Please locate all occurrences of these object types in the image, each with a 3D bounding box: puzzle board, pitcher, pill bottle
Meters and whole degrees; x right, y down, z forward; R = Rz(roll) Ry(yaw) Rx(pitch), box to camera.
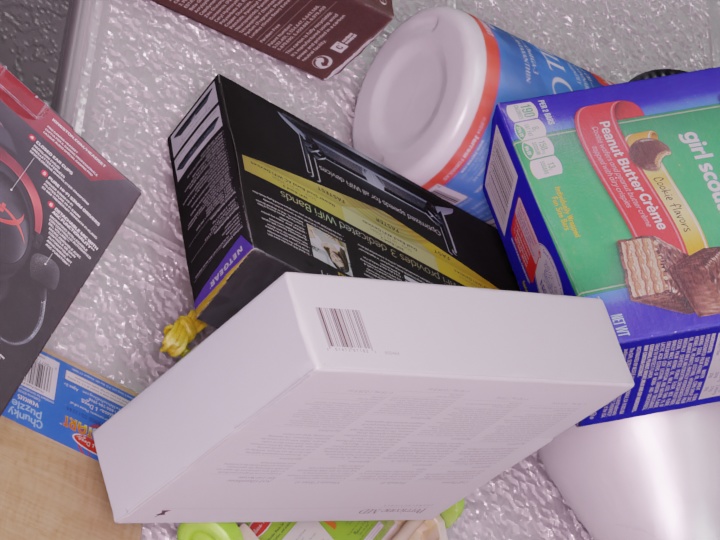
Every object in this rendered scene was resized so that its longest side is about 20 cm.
[{"bbox_3d":[-0.181,0.083,0.990,0.199,0.017,0.151,29,43,-28],"label":"puzzle board"},{"bbox_3d":[0.183,0.099,1.244,0.170,0.121,0.201,-6,67,-18],"label":"pitcher"},{"bbox_3d":[0.103,-0.070,1.317,0.199,0.112,0.113,20,48,-35],"label":"pill bottle"}]

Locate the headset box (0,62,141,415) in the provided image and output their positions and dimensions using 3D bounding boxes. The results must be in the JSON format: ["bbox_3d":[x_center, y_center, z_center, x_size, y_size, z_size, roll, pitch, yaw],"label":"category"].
[{"bbox_3d":[-0.195,-0.021,0.983,0.149,0.075,0.200,41,39,-14],"label":"headset box"}]

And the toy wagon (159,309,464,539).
[{"bbox_3d":[-0.033,0.106,1.103,0.200,0.040,0.155,50,38,-2],"label":"toy wagon"}]

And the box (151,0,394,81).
[{"bbox_3d":[-0.079,-0.197,1.263,0.199,0.075,0.101,21,48,-32],"label":"box"}]

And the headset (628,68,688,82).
[{"bbox_3d":[0.254,-0.065,1.472,0.199,0.094,0.124,28,51,-8],"label":"headset"}]

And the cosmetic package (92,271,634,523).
[{"bbox_3d":[0.003,0.062,1.019,0.199,0.151,0.052,5,55,-43],"label":"cosmetic package"}]

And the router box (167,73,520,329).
[{"bbox_3d":[0.000,0.000,1.171,0.199,0.052,0.158,28,27,-27],"label":"router box"}]

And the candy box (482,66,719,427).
[{"bbox_3d":[0.185,-0.020,1.195,0.198,0.077,0.170,-9,54,-14],"label":"candy box"}]
